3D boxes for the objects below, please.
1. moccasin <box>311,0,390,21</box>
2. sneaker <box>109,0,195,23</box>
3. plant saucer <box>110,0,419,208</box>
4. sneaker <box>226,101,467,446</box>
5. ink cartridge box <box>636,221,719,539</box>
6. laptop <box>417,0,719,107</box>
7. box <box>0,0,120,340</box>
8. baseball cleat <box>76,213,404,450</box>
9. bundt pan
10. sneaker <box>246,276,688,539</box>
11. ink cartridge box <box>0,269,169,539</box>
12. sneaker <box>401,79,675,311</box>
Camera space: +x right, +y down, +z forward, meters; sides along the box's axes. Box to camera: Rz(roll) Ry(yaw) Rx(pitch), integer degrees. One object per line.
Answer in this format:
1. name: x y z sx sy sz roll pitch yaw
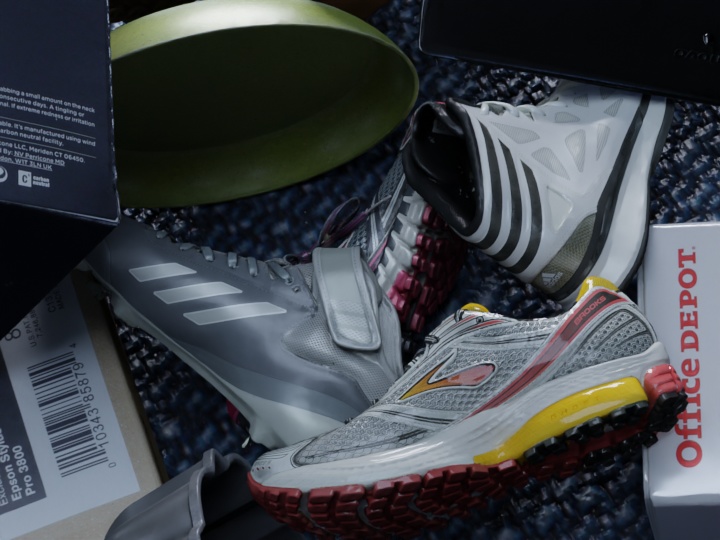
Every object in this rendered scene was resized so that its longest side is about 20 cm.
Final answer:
1. moccasin: -0.042 -0.132 1.367 0.077 0.201 0.074 8 73 -23
2. sneaker: -0.099 -0.198 1.467 0.199 0.067 0.090 -21 50 -21
3. plant saucer: -0.071 -0.086 1.337 0.199 0.200 0.031 -13 70 2
4. sneaker: 0.000 0.000 1.352 0.074 0.081 0.201 18 68 19
5. ink cartridge box: 0.233 0.055 1.283 0.199 0.084 0.146 -3 63 8
6. laptop: 0.114 -0.177 1.395 0.186 0.116 0.200 9 18 -12
7. box: -0.199 -0.070 1.254 0.104 0.200 0.183 11 61 -28
8. baseball cleat: -0.055 0.010 1.293 0.200 0.070 0.107 42 92 9
9. bundt pan: -0.059 0.186 1.208 0.075 0.202 0.203 -23 61 11
10. sneaker: 0.043 0.065 1.234 0.199 0.078 0.082 -19 66 -4
11. ink cartridge box: -0.187 0.085 1.342 0.164 0.075 0.201 -21 62 -3
12. sneaker: 0.086 -0.073 1.327 0.115 0.076 0.201 31 36 -15
